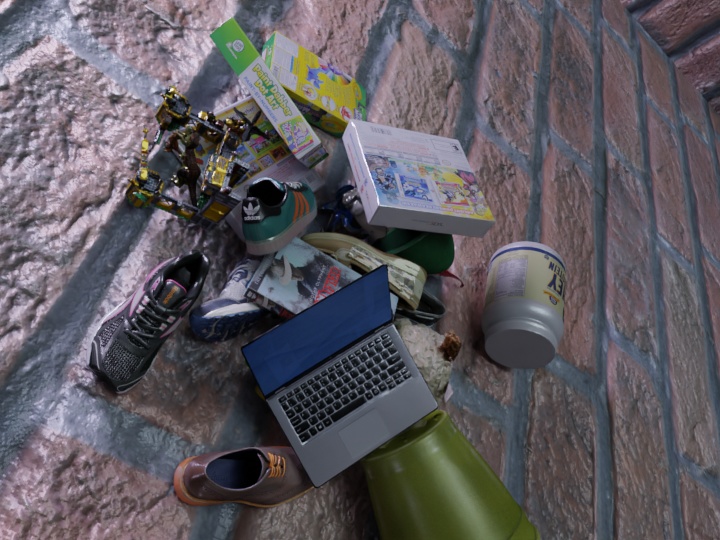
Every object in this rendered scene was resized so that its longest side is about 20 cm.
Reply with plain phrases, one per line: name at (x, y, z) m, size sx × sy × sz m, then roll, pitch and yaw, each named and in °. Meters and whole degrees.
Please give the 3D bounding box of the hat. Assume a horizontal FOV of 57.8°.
hat at (0.126, 0.001, 1.073) m, size 0.200 × 0.165 × 0.177 m, roll -40°, pitch 106°, yaw -33°

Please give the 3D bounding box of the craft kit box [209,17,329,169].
craft kit box at (-0.122, -0.244, 0.942) m, size 0.200 × 0.048 × 0.198 m, roll 54°, pitch 1°, yaw -3°

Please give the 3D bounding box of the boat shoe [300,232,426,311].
boat shoe at (0.000, 0.000, 0.962) m, size 0.199 × 0.073 × 0.063 m, roll 17°, pitch 63°, yaw -2°

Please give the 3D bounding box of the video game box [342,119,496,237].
video game box at (0.086, -0.137, 0.981) m, size 0.199 × 0.047 × 0.183 m, roll 5°, pitch 47°, yaw -26°

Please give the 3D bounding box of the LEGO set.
LEGO set at (-0.208, -0.157, 0.850) m, size 0.153 × 0.116 × 0.201 m, roll 32°, pitch 54°, yaw -22°

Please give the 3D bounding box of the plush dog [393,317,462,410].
plush dog at (0.043, 0.125, 0.949) m, size 0.171 × 0.161 × 0.201 m, roll 15°, pitch 52°, yaw -4°

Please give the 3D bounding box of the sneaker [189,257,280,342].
sneaker at (-0.155, 0.031, 0.867) m, size 0.200 × 0.077 × 0.085 m, roll -18°, pitch 70°, yaw -53°

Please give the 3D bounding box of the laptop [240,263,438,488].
laptop at (-0.013, 0.128, 0.760) m, size 0.187 × 0.116 × 0.201 m, roll -30°, pitch 92°, yaw -14°

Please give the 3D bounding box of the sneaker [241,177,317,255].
sneaker at (-0.109, -0.096, 0.892) m, size 0.200 × 0.071 × 0.080 m, roll -68°, pitch 152°, yaw -63°

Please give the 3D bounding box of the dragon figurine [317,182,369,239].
dragon figurine at (-0.028, -0.097, 1.047) m, size 0.199 × 0.059 × 0.100 m, roll -18°, pitch 78°, yaw -50°

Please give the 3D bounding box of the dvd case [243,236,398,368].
dvd case at (-0.045, 0.036, 0.878) m, size 0.199 × 0.022 × 0.146 m, roll 30°, pitch 35°, yaw -8°

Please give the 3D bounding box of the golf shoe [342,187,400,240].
golf shoe at (0.054, -0.112, 1.049) m, size 0.200 × 0.078 × 0.098 m, roll -35°, pitch 98°, yaw -43°

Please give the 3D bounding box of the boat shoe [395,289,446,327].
boat shoe at (0.050, 0.029, 1.037) m, size 0.199 × 0.071 × 0.072 m, roll 25°, pitch 54°, yaw -23°

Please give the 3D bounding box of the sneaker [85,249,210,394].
sneaker at (-0.241, 0.044, 0.760) m, size 0.080 × 0.086 × 0.201 m, roll 36°, pitch 48°, yaw -19°

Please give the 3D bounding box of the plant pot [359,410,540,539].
plant pot at (0.097, 0.294, 0.838) m, size 0.200 × 0.200 × 0.194 m, roll -26°, pitch 89°, yaw -46°

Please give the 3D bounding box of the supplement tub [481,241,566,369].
supplement tub at (0.298, 0.063, 1.193) m, size 0.145 × 0.145 × 0.201 m, roll 35°, pitch 48°, yaw -22°

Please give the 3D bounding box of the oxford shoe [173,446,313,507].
oxford shoe at (-0.114, 0.243, 0.775) m, size 0.199 × 0.073 × 0.072 m, roll 6°, pitch 63°, yaw -40°

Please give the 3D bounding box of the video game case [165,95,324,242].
video game case at (-0.166, -0.161, 0.988) m, size 0.182 × 0.023 × 0.200 m, roll 53°, pitch 45°, yaw -6°

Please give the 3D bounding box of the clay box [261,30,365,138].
clay box at (-0.079, -0.312, 1.129) m, size 0.199 × 0.048 × 0.116 m, roll 24°, pitch 53°, yaw -32°

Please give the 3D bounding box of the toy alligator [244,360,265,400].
toy alligator at (-0.074, 0.165, 0.872) m, size 0.200 × 0.059 × 0.054 m, roll 39°, pitch 7°, yaw -20°
